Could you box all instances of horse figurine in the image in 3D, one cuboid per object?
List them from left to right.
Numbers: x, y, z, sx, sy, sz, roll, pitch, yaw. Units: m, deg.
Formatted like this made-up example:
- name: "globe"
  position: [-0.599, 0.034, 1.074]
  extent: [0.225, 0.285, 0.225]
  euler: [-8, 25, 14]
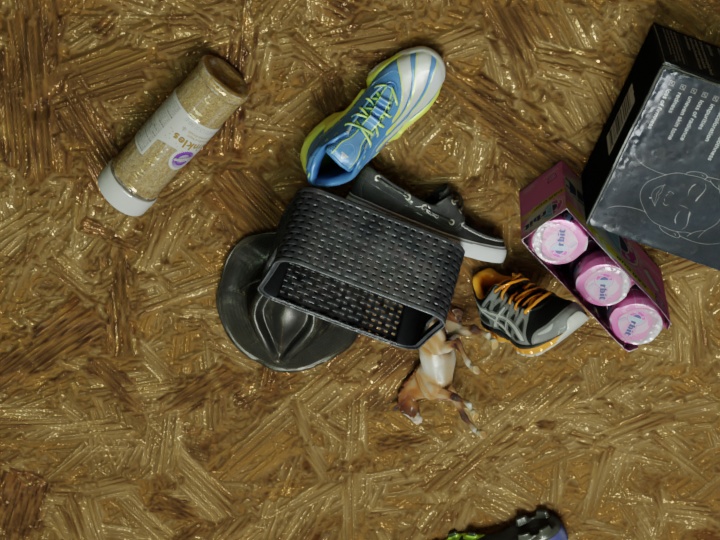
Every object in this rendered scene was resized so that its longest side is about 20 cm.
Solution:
- name: "horse figurine"
  position: [0.101, 0.111, 1.725]
  extent: [0.050, 0.132, 0.201]
  euler: [-21, 128, -33]

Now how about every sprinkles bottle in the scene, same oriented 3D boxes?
- name: "sprinkles bottle"
  position: [-0.209, -0.148, 1.610]
  extent: [0.068, 0.068, 0.200]
  euler: [38, 116, -17]

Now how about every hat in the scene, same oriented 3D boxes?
- name: "hat"
  position: [-0.084, 0.054, 1.711]
  extent: [0.199, 0.081, 0.202]
  euler: [2, 121, 3]

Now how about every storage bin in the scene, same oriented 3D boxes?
- name: "storage bin"
  position: [0.000, 0.000, 1.613]
  extent: [0.199, 0.094, 0.135]
  euler: [21, 158, -8]

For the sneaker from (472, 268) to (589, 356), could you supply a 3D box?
- name: "sneaker"
  position: [0.182, 0.042, 1.632]
  extent: [0.078, 0.200, 0.078]
  euler: [-32, 105, -21]

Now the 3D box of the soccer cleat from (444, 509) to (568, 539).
- name: "soccer cleat"
  position: [0.175, 0.373, 1.888]
  extent: [0.199, 0.065, 0.084]
  euler: [-18, 120, 15]

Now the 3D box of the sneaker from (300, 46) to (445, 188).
- name: "sneaker"
  position: [0.014, -0.153, 1.566]
  extent: [0.076, 0.105, 0.200]
  euler: [40, 116, -18]

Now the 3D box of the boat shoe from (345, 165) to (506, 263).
- name: "boat shoe"
  position: [0.081, -0.067, 1.639]
  extent: [0.199, 0.070, 0.067]
  euler: [20, 98, -11]

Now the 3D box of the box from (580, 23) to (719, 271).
- name: "box"
  position: [0.363, -0.124, 1.543]
  extent: [0.195, 0.124, 0.201]
  euler: [20, 120, -5]

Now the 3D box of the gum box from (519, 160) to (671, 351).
- name: "gum box"
  position: [0.264, -0.012, 1.623]
  extent: [0.066, 0.114, 0.200]
  euler: [-37, 111, 23]
